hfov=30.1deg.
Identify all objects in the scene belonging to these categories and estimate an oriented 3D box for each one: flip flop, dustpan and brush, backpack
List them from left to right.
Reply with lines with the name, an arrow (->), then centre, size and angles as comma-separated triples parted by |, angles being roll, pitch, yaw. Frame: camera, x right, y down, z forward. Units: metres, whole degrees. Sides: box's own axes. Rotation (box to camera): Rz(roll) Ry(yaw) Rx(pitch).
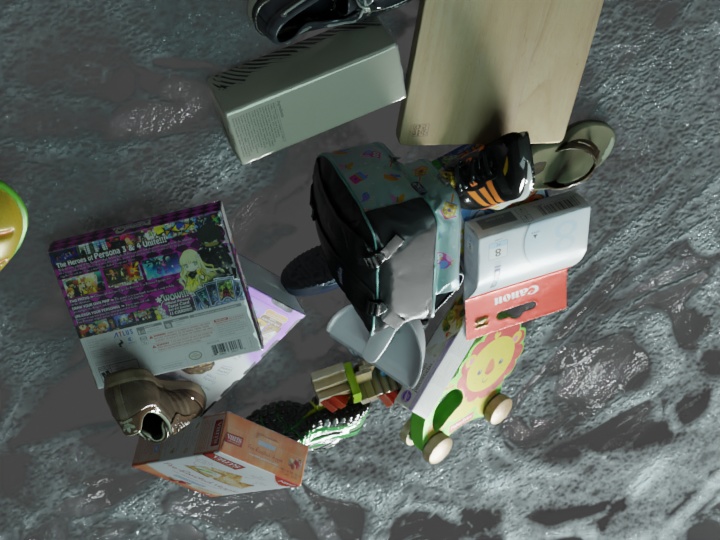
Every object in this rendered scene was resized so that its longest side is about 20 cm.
backpack -> 0.026, -0.053, 1.537 | 0.153, 0.200, 0.176 | -22, 132, -20
dustpan and brush -> 0.039, 0.062, 1.695 | 0.057, 0.139, 0.200 | -48, 169, -54
flip flop -> 0.257, -0.134, 1.657 | 0.200, 0.058, 0.081 | -18, 126, -46

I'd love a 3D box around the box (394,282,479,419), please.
box -> 0.119, 0.104, 1.812 | 0.041, 0.039, 0.200 | 31, 89, -44

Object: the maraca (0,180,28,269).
maraca -> -0.432, -0.025, 1.360 | 0.200, 0.107, 0.137 | -36, 131, 6

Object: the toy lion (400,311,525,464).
toy lion -> 0.153, 0.153, 1.893 | 0.200, 0.069, 0.192 | -28, 139, -32

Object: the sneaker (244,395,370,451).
sneaker -> -0.079, 0.226, 1.843 | 0.200, 0.078, 0.085 | -13, 138, -19

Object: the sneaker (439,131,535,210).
sneaker -> 0.137, -0.106, 1.535 | 0.090, 0.070, 0.200 | -6, 171, -10

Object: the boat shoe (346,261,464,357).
boat shoe -> 0.060, 0.054, 1.758 | 0.200, 0.068, 0.072 | -44, 138, 18

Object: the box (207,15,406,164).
box -> -0.056, -0.196, 1.439 | 0.200, 0.068, 0.082 | -23, 139, -9

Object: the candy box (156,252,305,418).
candy box -> -0.197, 0.071, 1.622 | 0.200, 0.072, 0.168 | -44, 138, 14

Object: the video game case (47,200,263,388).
video game case -> -0.227, 0.030, 1.507 | 0.200, 0.036, 0.182 | -14, 115, 3

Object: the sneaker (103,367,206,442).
sneaker -> -0.236, 0.166, 1.547 | 0.070, 0.076, 0.200 | -18, 161, 17

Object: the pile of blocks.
pile of blocks -> 0.026, 0.153, 1.817 | 0.200, 0.062, 0.082 | -10, 159, -28

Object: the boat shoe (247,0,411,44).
boat shoe -> -0.014, -0.274, 1.388 | 0.200, 0.063, 0.073 | -16, 137, -16

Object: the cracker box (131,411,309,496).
cracker box -> -0.181, 0.239, 1.717 | 0.134, 0.058, 0.200 | 29, 150, -33

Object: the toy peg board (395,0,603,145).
toy peg board -> 0.142, -0.249, 1.496 | 0.199, 0.098, 0.200 | -2, 133, -13

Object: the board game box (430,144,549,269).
board game box -> 0.169, -0.091, 1.703 | 0.135, 0.034, 0.200 | -28, 139, -2

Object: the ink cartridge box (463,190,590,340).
ink cartridge box -> 0.215, 0.005, 1.745 | 0.160, 0.047, 0.200 | -17, 129, -17

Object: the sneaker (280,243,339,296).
sneaker -> 0.000, 0.000, 1.668 | 0.200, 0.070, 0.082 | -20, 137, -9
